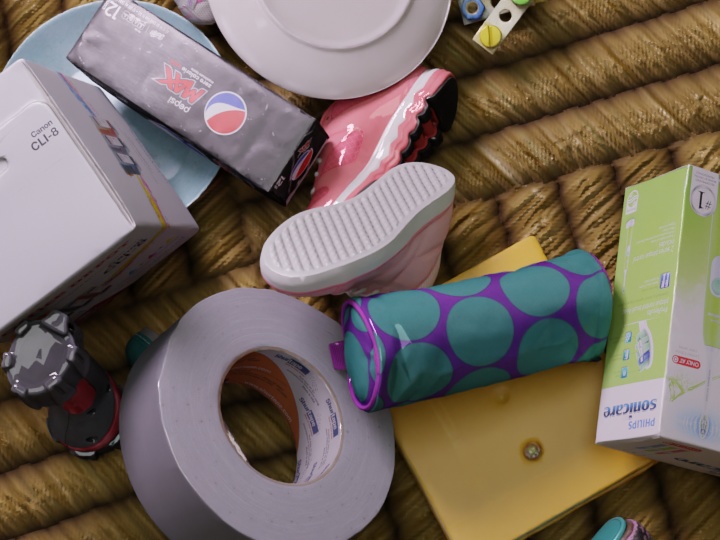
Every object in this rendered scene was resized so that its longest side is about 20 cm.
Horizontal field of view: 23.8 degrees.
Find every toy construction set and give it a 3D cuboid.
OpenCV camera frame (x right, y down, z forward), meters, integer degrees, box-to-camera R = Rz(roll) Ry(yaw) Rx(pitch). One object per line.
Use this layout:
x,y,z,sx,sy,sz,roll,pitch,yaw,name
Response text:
0.155,-0.274,1.367,0.199,0.092,0.132,-28,91,-5,toy construction set

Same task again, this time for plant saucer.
-0.198,-0.119,1.378,0.199,0.039,0.203,-1,75,2,plant saucer

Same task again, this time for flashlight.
-0.213,0.090,1.237,0.067,0.200,0.068,-21,75,-1,flashlight

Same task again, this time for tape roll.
-0.072,0.116,1.235,0.199,0.066,0.202,19,56,-29,tape roll

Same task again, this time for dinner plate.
-0.022,-0.234,1.323,0.198,0.024,0.203,1,83,-12,dinner plate

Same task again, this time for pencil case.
0.083,0.044,1.242,0.198,0.092,0.086,-11,98,-19,pencil case

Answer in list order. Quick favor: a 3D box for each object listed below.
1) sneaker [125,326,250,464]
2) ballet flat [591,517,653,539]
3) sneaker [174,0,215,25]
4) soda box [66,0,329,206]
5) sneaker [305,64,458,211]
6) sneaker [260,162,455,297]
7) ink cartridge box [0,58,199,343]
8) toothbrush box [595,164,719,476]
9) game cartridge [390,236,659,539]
-0.135,0.139,1.285,0.079,0.071,0.201,-31,76,-10,sneaker
0.145,0.267,1.243,0.200,0.069,0.071,-41,96,-8,ballet flat
-0.078,-0.259,1.393,0.198,0.081,0.089,-25,102,-15,sneaker
-0.125,-0.133,1.318,0.199,0.063,0.071,34,88,13,soda box
-0.006,-0.086,1.352,0.086,0.074,0.201,30,74,26,sneaker
0.000,0.000,1.270,0.075,0.106,0.200,27,37,28,sneaker
-0.231,-0.046,1.235,0.145,0.200,0.145,-36,86,6,ink cartridge box
0.265,0.043,1.255,0.144,0.086,0.202,16,75,-23,toothbrush box
0.107,0.099,1.306,0.175,0.032,0.201,-28,72,-5,game cartridge
